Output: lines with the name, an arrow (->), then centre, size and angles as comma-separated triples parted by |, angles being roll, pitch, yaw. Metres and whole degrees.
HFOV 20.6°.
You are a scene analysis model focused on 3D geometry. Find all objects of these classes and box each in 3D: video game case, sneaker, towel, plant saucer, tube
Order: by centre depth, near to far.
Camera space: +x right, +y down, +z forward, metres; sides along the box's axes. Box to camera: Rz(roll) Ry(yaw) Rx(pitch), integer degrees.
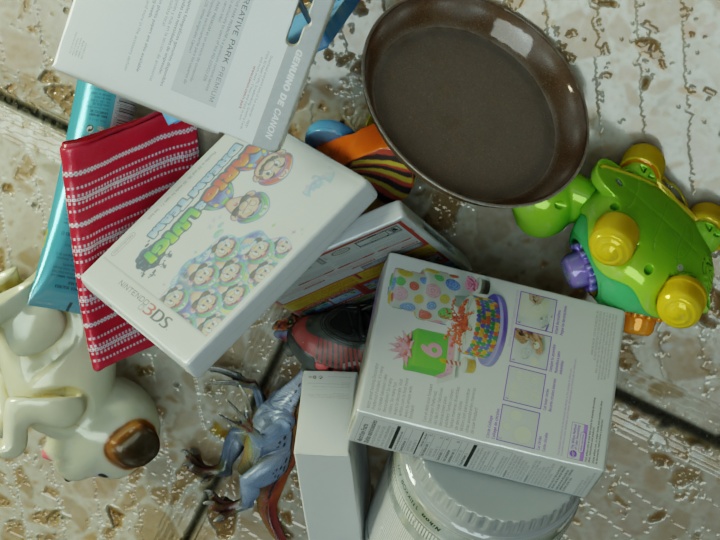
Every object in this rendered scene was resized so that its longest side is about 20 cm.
video game case -> -0.107, -0.026, 1.563 | 0.200, 0.182, 0.024 | -45, 130, -10
plant saucer -> 0.087, -0.131, 1.576 | 0.200, 0.201, 0.032 | 32, 143, -7
video game case -> 0.000, 0.000, 1.624 | 0.142, 0.200, 0.018 | -23, 71, 13
tube -> -0.224, -0.064, 1.647 | 0.077, 0.050, 0.201 | 11, 86, -30
towel -> -0.181, -0.031, 1.657 | 0.022, 0.144, 0.201 | 14, 117, 43
sneaker -> 0.037, 0.047, 1.660 | 0.199, 0.071, 0.098 | 3, 135, -17

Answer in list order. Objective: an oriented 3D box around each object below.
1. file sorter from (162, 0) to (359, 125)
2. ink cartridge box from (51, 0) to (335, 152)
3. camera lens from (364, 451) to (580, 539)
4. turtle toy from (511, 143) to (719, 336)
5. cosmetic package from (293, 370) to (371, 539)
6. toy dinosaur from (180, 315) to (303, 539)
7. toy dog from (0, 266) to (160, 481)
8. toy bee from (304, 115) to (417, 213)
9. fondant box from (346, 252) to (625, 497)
file sorter -> -0.097, -0.217, 1.542 | 0.138, 0.200, 0.123 | -24, 102, 13
ink cartridge box -> -0.098, -0.207, 1.398 | 0.175, 0.084, 0.201 | 23, 107, 2
camera lens -> 0.095, 0.190, 1.660 | 0.159, 0.161, 0.200 | 17, 145, -1
turtle toy -> 0.209, -0.028, 1.623 | 0.200, 0.146, 0.101 | 41, 129, -8
cosmetic package -> -0.023, 0.173, 1.686 | 0.050, 0.083, 0.200 | 0, 144, 4
toy dinosaur -> -0.077, 0.129, 1.742 | 0.181, 0.105, 0.200 | -41, 135, 15
toy dog -> -0.250, 0.090, 1.717 | 0.193, 0.139, 0.201 | -32, 106, -22
toy bee -> -0.016, -0.074, 1.645 | 0.109, 0.200, 0.131 | 46, 71, -36
fondant box -> 0.100, 0.082, 1.569 | 0.199, 0.145, 0.058 | 14, 151, -4
